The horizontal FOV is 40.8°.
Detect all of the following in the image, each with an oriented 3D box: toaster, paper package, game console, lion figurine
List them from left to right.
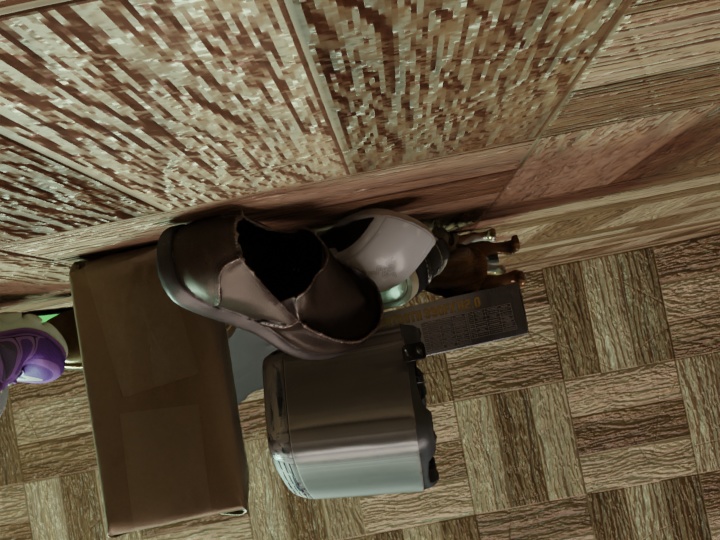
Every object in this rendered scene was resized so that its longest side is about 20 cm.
[{"bbox_3d":[-0.152,0.090,0.772,0.102,0.202,0.191,-10,177,-6],"label":"paper package"},{"bbox_3d":[-0.143,0.084,1.109,0.199,0.117,0.175,-33,134,29],"label":"game console"},{"bbox_3d":[-0.005,0.119,0.788,0.128,0.115,0.200,-9,155,1],"label":"toaster"},{"bbox_3d":[0.102,-0.008,1.036,0.121,0.073,0.200,-7,179,-3],"label":"lion figurine"}]

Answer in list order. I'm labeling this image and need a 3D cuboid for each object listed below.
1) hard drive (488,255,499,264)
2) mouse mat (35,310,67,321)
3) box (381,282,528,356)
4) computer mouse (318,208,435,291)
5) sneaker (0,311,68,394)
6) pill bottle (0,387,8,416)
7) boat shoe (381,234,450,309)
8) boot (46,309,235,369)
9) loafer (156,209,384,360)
[{"bbox_3d":[0.085,-0.007,1.288,0.138,0.033,0.199,-13,176,28],"label":"hard drive"},{"bbox_3d":[-0.401,0.064,1.152,0.198,0.008,0.160,-14,175,31],"label":"mouse mat"},{"bbox_3d":[0.054,0.060,0.928,0.198,0.049,0.158,-13,174,4],"label":"box"},{"bbox_3d":[-0.017,-0.001,0.781,0.109,0.044,0.199,24,156,-25],"label":"computer mouse"},{"bbox_3d":[-0.324,0.085,0.826,0.080,0.084,0.200,-30,163,15],"label":"sneaker"},{"bbox_3d":[-0.450,0.113,0.919,0.198,0.113,0.111,-11,176,8],"label":"pill bottle"},{"bbox_3d":[0.000,0.000,0.898,0.068,0.072,0.199,-39,-161,-34],"label":"boat shoe"},{"bbox_3d":[-0.224,0.043,0.934,0.198,0.074,0.076,-11,152,1],"label":"boot"},{"bbox_3d":[-0.043,0.012,0.654,0.071,0.074,0.199,-21,156,34],"label":"loafer"}]
